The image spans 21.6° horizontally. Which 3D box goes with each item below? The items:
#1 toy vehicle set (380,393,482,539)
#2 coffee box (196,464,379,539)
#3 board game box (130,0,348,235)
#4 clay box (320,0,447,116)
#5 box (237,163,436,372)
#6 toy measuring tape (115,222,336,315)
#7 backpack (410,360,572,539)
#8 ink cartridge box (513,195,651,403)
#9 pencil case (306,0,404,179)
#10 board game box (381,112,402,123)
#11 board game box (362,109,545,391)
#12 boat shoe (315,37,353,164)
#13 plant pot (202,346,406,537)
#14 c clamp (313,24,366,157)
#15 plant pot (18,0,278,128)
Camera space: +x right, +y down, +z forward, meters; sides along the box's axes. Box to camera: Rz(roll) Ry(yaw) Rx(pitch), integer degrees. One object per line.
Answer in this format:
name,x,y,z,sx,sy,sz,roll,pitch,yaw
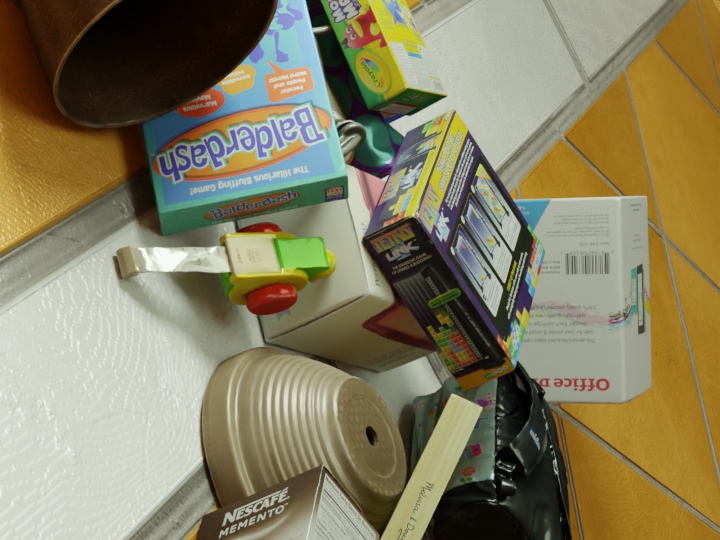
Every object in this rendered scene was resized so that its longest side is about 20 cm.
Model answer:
toy vehicle set,0.030,0.203,1.417,0.026,0.124,0.200,26,62,5
coffee box,-0.063,0.242,1.281,0.080,0.114,0.200,52,27,-26
board game box,-0.103,-0.139,1.500,0.045,0.151,0.201,91,-14,-67
clay box,0.005,-0.242,1.720,0.201,0.047,0.115,66,20,8
box,0.000,0.000,1.628,0.200,0.109,0.128,19,52,-58
toy measuring tape,-0.108,0.001,1.473,0.199,0.074,0.074,-3,68,-34
backpack,0.116,0.175,1.684,0.201,0.126,0.167,-89,157,-45
ink cartridge box,0.207,0.028,1.889,0.146,0.146,0.201,-8,97,-71
pencil case,-0.026,-0.174,1.755,0.201,0.092,0.085,66,-15,-3
board game box,-0.023,-0.248,1.882,0.134,0.045,0.201,4,65,-63
board game box,0.084,-0.020,1.618,0.166,0.057,0.200,55,27,-18
boat shoe,-0.070,-0.174,1.686,0.201,0.073,0.065,60,26,0
plant pot,-0.028,0.144,1.465,0.201,0.092,0.201,46,30,-37
c clamp,-0.063,-0.145,1.581,0.170,0.027,0.200,-11,44,-23
plant pot,-0.190,-0.243,1.420,0.200,0.187,0.187,58,21,21
